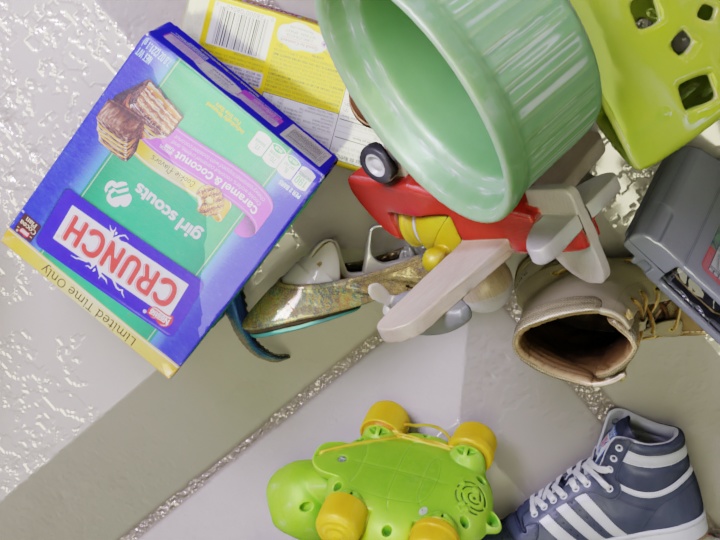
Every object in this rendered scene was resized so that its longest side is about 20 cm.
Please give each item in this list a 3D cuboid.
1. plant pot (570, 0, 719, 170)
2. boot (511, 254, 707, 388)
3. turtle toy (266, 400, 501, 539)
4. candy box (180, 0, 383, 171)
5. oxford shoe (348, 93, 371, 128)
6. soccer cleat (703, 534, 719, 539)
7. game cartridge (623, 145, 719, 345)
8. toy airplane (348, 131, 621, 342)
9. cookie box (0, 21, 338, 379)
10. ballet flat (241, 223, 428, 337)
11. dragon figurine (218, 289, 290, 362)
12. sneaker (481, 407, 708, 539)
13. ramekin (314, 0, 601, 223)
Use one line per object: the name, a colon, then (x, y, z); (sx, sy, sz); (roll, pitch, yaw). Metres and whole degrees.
plant pot: (0.215, -0.209, 1.232); (0.180, 0.200, 0.200); (-28, 102, 6)
boot: (0.212, 0.035, 1.325); (0.198, 0.156, 0.074); (5, 108, 6)
turtle toy: (0.018, 0.187, 1.417); (0.198, 0.146, 0.102); (12, 132, 17)
candy box: (-0.048, -0.144, 1.370); (0.198, 0.026, 0.103); (17, 109, 1)
oxford shoe: (0.033, -0.205, 1.307); (0.071, 0.071, 0.202); (9, 91, 3)
soccer cleat: (0.211, 0.257, 1.436); (0.198, 0.078, 0.070); (-6, 107, 8)
game cartridge: (0.290, 0.003, 1.320); (0.200, 0.133, 0.041); (41, 133, -8)
toy airplane: (0.098, -0.026, 1.288); (0.198, 0.200, 0.142); (-10, 129, -1)
cookie box: (-0.143, -0.052, 1.327); (0.171, 0.075, 0.201); (38, 106, 0)
ballet flat: (0.000, 0.000, 1.379); (0.198, 0.071, 0.071); (-12, 106, -4)
dragon figurine: (-0.113, -0.011, 1.402); (0.200, 0.059, 0.099); (42, 108, -5)
sneaker: (0.173, 0.176, 1.419); (0.198, 0.070, 0.110); (-10, 108, 5)
ramekin: (0.067, -0.141, 1.166); (0.097, 0.200, 0.201); (-37, 101, -15)
